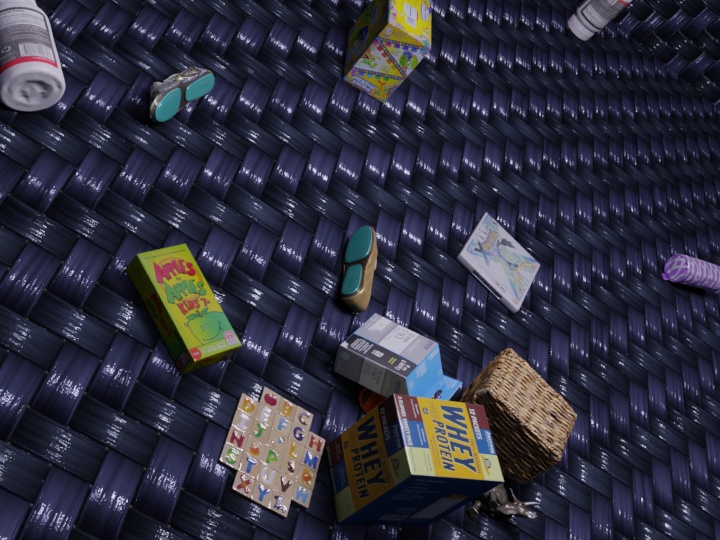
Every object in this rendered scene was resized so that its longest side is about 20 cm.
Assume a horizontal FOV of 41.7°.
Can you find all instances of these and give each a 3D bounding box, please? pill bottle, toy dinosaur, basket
[{"bbox_3d":[0.789,-0.864,3.122,0.113,0.200,0.114,24,44,-26],"label":"pill bottle"},{"bbox_3d":[-0.568,-0.376,1.582,0.110,0.111,0.201,2,57,-41],"label":"pill bottle"},{"bbox_3d":[0.228,0.387,1.715,0.201,0.077,0.102,54,28,15],"label":"toy dinosaur"},{"bbox_3d":[0.286,0.280,1.784,0.200,0.143,0.149,43,37,-2],"label":"basket"}]

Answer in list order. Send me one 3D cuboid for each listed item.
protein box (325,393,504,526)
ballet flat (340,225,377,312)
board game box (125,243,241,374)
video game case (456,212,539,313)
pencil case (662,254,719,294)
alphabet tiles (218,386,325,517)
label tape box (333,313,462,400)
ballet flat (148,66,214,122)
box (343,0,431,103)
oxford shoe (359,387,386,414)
[{"bbox_3d":[0.084,0.313,1.531,0.197,0.200,0.136,12,50,-35],"label":"protein box"},{"bbox_3d":[0.000,0.000,1.834,0.063,0.068,0.201,56,33,-36],"label":"ballet flat"},{"bbox_3d":[-0.286,0.059,1.528,0.101,0.048,0.201,-16,70,-47],"label":"board game box"},{"bbox_3d":[0.317,-0.020,2.151,0.182,0.022,0.200,44,39,-5],"label":"video game case"},{"bbox_3d":[0.933,0.011,2.626,0.199,0.085,0.084,16,53,-33],"label":"pencil case"},{"bbox_3d":[-0.137,0.286,1.507,0.166,0.006,0.201,33,42,-17],"label":"alphabet tiles"},{"bbox_3d":[0.074,0.167,1.676,0.199,0.067,0.143,23,30,19],"label":"label tape box"},{"bbox_3d":[-0.356,-0.335,1.786,0.072,0.072,0.200,45,39,-2],"label":"ballet flat"},{"bbox_3d":[0.064,-0.544,2.220,0.121,0.193,0.201,26,45,-23],"label":"box"},{"bbox_3d":[0.084,0.263,1.695,0.199,0.071,0.073,31,8,-8],"label":"oxford shoe"}]
